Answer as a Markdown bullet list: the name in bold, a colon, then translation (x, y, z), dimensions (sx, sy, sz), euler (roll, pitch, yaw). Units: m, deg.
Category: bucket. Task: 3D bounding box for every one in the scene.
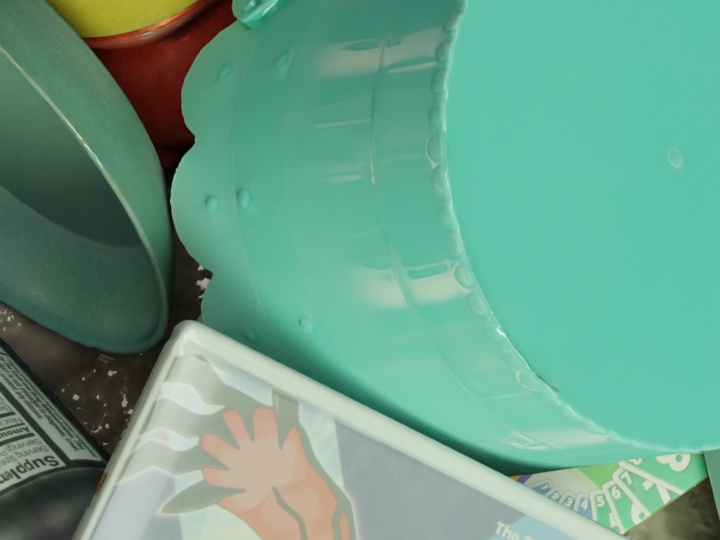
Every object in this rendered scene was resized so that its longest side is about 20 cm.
- **bucket**: translation (0.058, -0.029, 0.702), dimensions (0.206, 0.135, 0.208), euler (4, 83, -34)

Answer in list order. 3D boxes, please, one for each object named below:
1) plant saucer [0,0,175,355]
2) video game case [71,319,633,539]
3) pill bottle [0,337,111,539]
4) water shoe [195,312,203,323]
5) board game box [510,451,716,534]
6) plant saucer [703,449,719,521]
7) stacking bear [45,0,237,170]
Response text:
- **plant saucer**: translation (-0.131, -0.055, 0.741), dimensions (0.200, 0.200, 0.036), euler (41, 66, 4)
- **video game case**: translation (-0.004, 0.139, 0.649), dimensions (0.199, 0.023, 0.183), euler (27, 79, -10)
- **pill bottle**: translation (-0.135, 0.083, 0.723), dimensions (0.106, 0.106, 0.200), euler (-43, 58, -7)
- **water shoe**: translation (0.000, 0.000, 0.795), dimensions (0.200, 0.079, 0.072), euler (-34, 90, -32)
- **board game box**: translation (0.045, 0.074, 0.808), dimensions (0.200, 0.030, 0.096), euler (-34, 84, -3)
- **plant saucer**: translation (0.150, 0.020, 0.803), dimensions (0.070, 0.019, 0.201), euler (-7, 75, -19)
- **stacking bear**: translation (-0.086, -0.124, 0.738), dimensions (0.113, 0.200, 0.122), euler (18, 58, 35)
